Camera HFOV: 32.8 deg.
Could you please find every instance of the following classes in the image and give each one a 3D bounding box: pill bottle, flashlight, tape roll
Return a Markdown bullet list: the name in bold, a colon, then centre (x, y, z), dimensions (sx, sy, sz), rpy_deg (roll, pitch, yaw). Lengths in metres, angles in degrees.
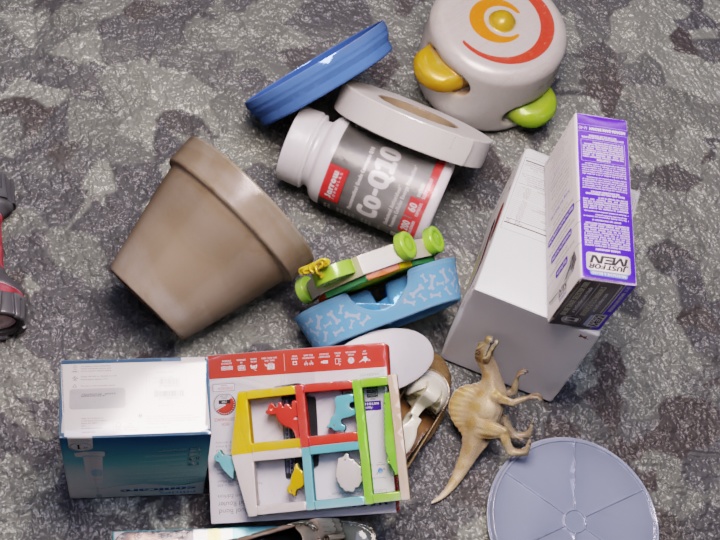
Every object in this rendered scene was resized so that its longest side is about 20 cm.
- **pill bottle**: centre (0.004, -0.119, 1.501), dimensions (0.200, 0.114, 0.114), rpy_deg (23, 61, 2)
- **flashlight**: centre (-0.419, -0.021, 1.407), dimensions (0.068, 0.068, 0.200), rpy_deg (-23, 58, 21)
- **tape roll**: centre (0.066, -0.181, 1.512), dimensions (0.203, 0.203, 0.037), rpy_deg (24, 104, 3)

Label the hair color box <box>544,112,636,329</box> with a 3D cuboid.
- **hair color box**: centre (0.239, -0.052, 1.290), dimensions (0.065, 0.109, 0.200), rpy_deg (9, 62, -7)

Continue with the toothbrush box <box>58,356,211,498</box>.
- **toothbrush box**: centre (-0.231, 0.166, 1.261), dimensions (0.146, 0.200, 0.085), rpy_deg (-1, 62, -9)

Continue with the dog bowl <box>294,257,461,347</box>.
- **dog bowl**: centre (0.025, 0.043, 1.415), dimensions (0.200, 0.111, 0.050), rpy_deg (-20, 82, -5)

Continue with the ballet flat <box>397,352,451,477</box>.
- **ballet flat**: centre (0.057, 0.168, 1.382), dimensions (0.068, 0.072, 0.200), rpy_deg (36, 62, -1)

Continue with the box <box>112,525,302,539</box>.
- **box**: centre (-0.159, 0.314, 1.281), dimensions (0.200, 0.049, 0.082), rpy_deg (0, 62, -10)

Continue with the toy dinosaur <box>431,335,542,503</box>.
- **toy dinosaur**: centre (0.146, 0.175, 1.392), dimensions (0.101, 0.058, 0.200), rpy_deg (15, 93, 7)

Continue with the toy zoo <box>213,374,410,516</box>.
- **toy zoo**: centre (-0.054, 0.183, 1.273), dimensions (0.200, 0.020, 0.131), rpy_deg (-6, 81, 4)

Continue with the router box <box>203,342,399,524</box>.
- **router box**: centre (-0.062, 0.174, 1.311), dimensions (0.200, 0.049, 0.180), rpy_deg (-5, 81, 5)

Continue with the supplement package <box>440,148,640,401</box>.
- **supplement package**: centre (0.206, 0.008, 1.425), dimensions (0.147, 0.191, 0.200), rpy_deg (21, 60, 2)

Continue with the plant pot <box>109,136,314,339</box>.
- **plant pot**: centre (-0.182, -0.021, 1.392), dimensions (0.200, 0.200, 0.174), rpy_deg (42, 81, 13)

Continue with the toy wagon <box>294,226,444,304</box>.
- **toy wagon**: centre (0.000, 0.000, 1.388), dimensions (0.200, 0.155, 0.040), rpy_deg (-13, 80, -59)

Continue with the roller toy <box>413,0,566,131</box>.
- **roller toy**: centre (0.169, -0.290, 1.605), dimensions (0.200, 0.140, 0.183), rpy_deg (9, 61, -5)

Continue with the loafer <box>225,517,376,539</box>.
- **loafer**: centre (-0.075, 0.291, 1.243), dimensions (0.200, 0.063, 0.072), rpy_deg (-8, 62, -15)

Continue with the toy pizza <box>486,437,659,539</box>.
- **toy pizza**: centre (0.237, 0.285, 1.376), dimensions (0.200, 0.032, 0.200), rpy_deg (4, 63, -9)

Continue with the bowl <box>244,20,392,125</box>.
- **bowl**: centre (-0.049, -0.243, 1.519), dimensions (0.201, 0.201, 0.039), rpy_deg (-37, 103, -24)

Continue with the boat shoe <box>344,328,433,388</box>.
- **boat shoe**: centre (-0.014, 0.125, 1.389), dimensions (0.200, 0.066, 0.072), rpy_deg (-25, 81, -10)
